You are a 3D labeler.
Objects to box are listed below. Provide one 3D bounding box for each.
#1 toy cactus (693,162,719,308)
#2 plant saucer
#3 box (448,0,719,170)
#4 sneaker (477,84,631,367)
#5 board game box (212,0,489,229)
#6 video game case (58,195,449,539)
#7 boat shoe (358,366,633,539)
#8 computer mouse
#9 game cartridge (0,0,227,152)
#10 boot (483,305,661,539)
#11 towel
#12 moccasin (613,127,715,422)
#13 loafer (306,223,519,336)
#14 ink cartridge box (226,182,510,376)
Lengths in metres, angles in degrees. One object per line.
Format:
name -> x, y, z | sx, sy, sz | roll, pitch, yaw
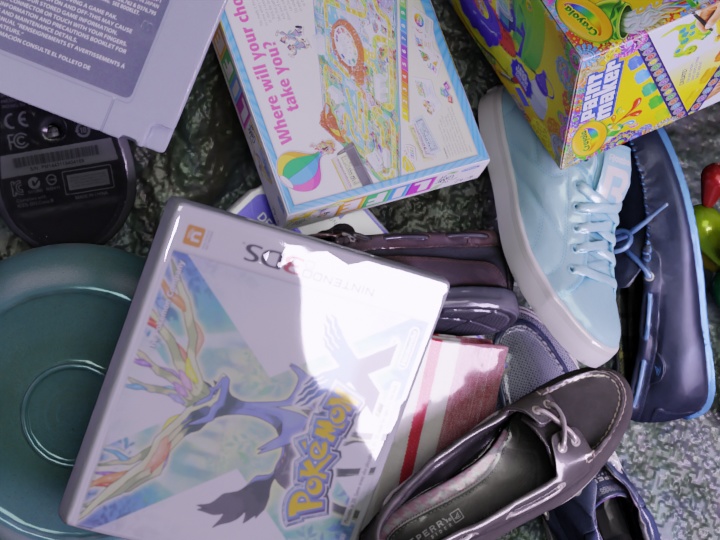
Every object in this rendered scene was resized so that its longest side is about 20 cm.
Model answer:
toy cactus -> 0.282, 0.028, 1.727 | 0.200, 0.102, 0.165 | 24, 101, -16
plant saucer -> -0.170, 0.084, 1.585 | 0.200, 0.027, 0.200 | 0, 100, -2
box -> 0.161, -0.203, 1.629 | 0.192, 0.122, 0.200 | -23, 63, -15
sneaker -> 0.133, -0.042, 1.640 | 0.074, 0.082, 0.200 | 10, 56, -50
board game box -> -0.018, -0.136, 1.636 | 0.134, 0.034, 0.200 | -15, 76, -16
video game case -> -0.061, 0.074, 1.548 | 0.182, 0.022, 0.200 | 16, 99, -25
boat shoe -> 0.086, 0.122, 1.599 | 0.200, 0.057, 0.067 | -35, 76, -11
computer mouse -> -0.180, -0.110, 1.584 | 0.138, 0.053, 0.200 | -5, 107, -4
game cartridge -> -0.180, -0.163, 1.522 | 0.200, 0.041, 0.133 | 22, 107, -11
boot -> 0.136, 0.113, 1.670 | 0.073, 0.090, 0.200 | -27, 96, -15
towel -> -0.014, 0.101, 1.605 | 0.200, 0.023, 0.144 | 8, 100, -26
moccasin -> 0.179, 0.001, 1.693 | 0.068, 0.080, 0.200 | -11, 90, -11
loafer -> 0.000, 0.000, 1.611 | 0.200, 0.072, 0.063 | 6, 66, -21
ink cartridge box -> -0.042, 0.058, 1.645 | 0.200, 0.043, 0.198 | -43, 98, -11
